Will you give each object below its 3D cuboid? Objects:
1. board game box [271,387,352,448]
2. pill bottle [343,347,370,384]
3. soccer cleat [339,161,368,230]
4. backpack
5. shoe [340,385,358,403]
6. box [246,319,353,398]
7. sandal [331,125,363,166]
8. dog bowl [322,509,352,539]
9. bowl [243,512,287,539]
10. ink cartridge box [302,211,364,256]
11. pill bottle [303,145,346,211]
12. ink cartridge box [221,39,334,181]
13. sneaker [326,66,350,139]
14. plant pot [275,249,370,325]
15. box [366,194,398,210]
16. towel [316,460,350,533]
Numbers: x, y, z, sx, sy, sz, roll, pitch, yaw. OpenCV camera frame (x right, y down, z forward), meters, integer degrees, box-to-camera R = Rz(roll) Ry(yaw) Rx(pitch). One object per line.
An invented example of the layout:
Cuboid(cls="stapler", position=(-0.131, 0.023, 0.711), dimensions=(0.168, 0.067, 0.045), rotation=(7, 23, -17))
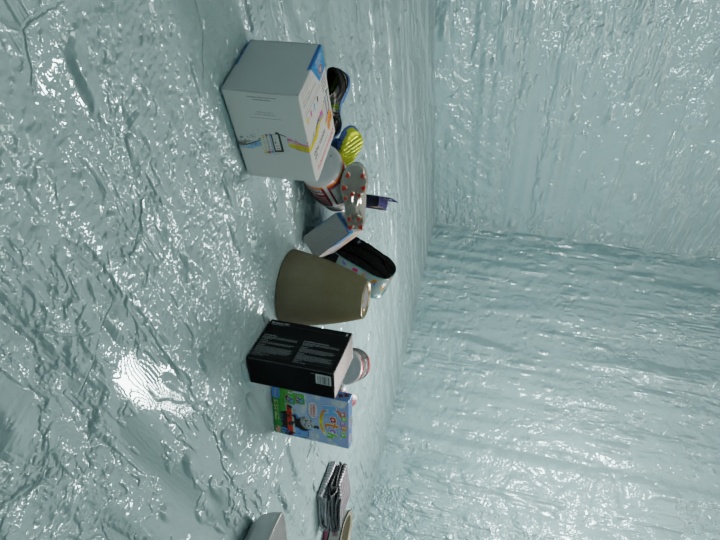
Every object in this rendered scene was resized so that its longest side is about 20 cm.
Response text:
Cuboid(cls="board game box", position=(-0.118, 0.350, 1.463), dimensions=(0.037, 0.197, 0.153), rotation=(-60, 155, -58))
Cuboid(cls="pill bottle", position=(-0.028, 0.321, 2.022), dimensions=(0.200, 0.112, 0.116), rotation=(20, 79, -77))
Cuboid(cls="soccer cleat", position=(-0.014, -0.187, 1.451), dimensions=(0.201, 0.068, 0.078), rotation=(90, 3, -45))
Cuboid(cls="backpack", position=(0.000, 0.000, 1.766), dimensions=(0.176, 0.198, 0.155), rotation=(-58, 169, -64))
Cuboid(cls="shoe", position=(-0.065, 0.460, 2.059), dimensions=(0.200, 0.071, 0.092), rotation=(61, 40, -61))
Cuboid(cls="box", position=(-0.129, 0.192, 1.315), dimensions=(0.142, 0.197, 0.080), rotation=(-63, 157, -52))
Cuboid(cls="sandal", position=(-0.050, -0.312, 1.557), dimensions=(0.079, 0.088, 0.200), rotation=(-27, 163, -24))
Cuboid(cls="dog bowl", position=(-0.090, 1.007, 2.265), dimensions=(0.200, 0.073, 0.203), rotation=(8, 90, -76))
Cuboid(cls="bowl", position=(-0.243, 0.696, 1.413), dimensions=(0.201, 0.074, 0.202), rotation=(-64, 158, -56))
Cuboid(cls="ink cartridge box", position=(-0.063, -0.099, 1.591), dimensions=(0.068, 0.115, 0.200), rotation=(56, 16, 2))
Cuboid(cls="pill bottle", position=(-0.078, -0.224, 1.486), dimensions=(0.200, 0.108, 0.111), rotation=(55, 45, -72))
Cuboid(cls="ink cartridge box", position=(-0.141, -0.289, 1.097), dimensions=(0.201, 0.143, 0.149), rotation=(81, 20, -53))
Cuboid(cls="sneaker", position=(-0.082, -0.411, 1.487), dimensions=(0.082, 0.070, 0.202), rotation=(22, 78, -54))
Cuboid(cls="plant pot", position=(-0.080, 0.054, 1.449), dimensions=(0.187, 0.197, 0.190), rotation=(8, 90, -77))
Cuboid(cls="box", position=(0.000, -0.194, 1.644), dimensions=(0.121, 0.197, 0.033), rotation=(-1, 100, -76))
Cuboid(cls="towel", position=(-0.088, 0.803, 2.123), dimensions=(0.166, 0.084, 0.202), rotation=(-64, 158, -56))
